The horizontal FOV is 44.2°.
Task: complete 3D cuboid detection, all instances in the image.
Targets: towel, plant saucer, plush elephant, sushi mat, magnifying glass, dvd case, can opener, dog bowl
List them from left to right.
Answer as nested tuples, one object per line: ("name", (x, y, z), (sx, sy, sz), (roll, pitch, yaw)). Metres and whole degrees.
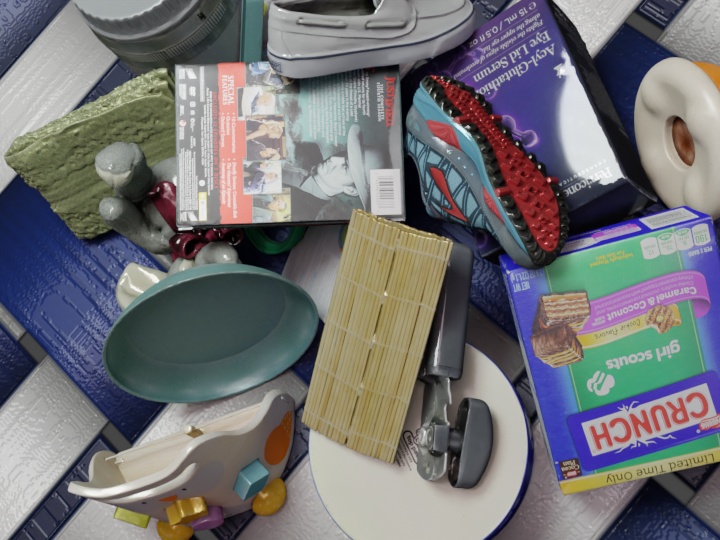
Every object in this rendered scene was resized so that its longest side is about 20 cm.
("towel", (-0.242, -0.115, 0.908), (0.198, 0.149, 0.037), (-24, 45, 9))
("plush elephant", (-0.157, -0.029, 0.847), (0.163, 0.200, 0.156), (-20, 72, -30))
("plant saucer", (-0.138, 0.053, 0.816), (0.198, 0.200, 0.036), (-25, 55, 6))
("plant saucer", (-0.108, -0.188, 0.864), (0.019, 0.202, 0.070), (-1, 43, -12))
("dvd case", (-0.061, -0.110, 0.772), (0.197, 0.022, 0.148), (-3, 83, 0))
("magnifying glass", (-0.058, -0.092, 0.859), (0.080, 0.022, 0.200), (56, 132, 17))
("sushi mat", (0.011, 0.056, 0.740), (0.095, 0.012, 0.202), (21, 107, 22))
("dog bowl", (0.055, 0.158, 0.799), (0.197, 0.079, 0.203), (-3, 76, 12))
("can opener", (0.082, 0.080, 0.754), (0.066, 0.053, 0.203), (12, 76, -17))

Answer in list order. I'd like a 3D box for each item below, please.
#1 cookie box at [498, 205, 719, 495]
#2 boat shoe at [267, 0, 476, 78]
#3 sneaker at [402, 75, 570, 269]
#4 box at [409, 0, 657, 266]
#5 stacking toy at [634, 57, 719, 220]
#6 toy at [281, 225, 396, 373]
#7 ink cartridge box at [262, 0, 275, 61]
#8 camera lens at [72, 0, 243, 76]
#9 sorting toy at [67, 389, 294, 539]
("cookie box", (0.223, 0.068, 0.746), (0.169, 0.075, 0.202), (-15, 100, 8))
("boat shoe", (0.015, -0.218, 0.760), (0.198, 0.066, 0.074), (-20, 44, -22))
("sneaker", (0.099, -0.069, 0.747), (0.201, 0.079, 0.096), (62, 139, 31))
("box", (0.157, -0.123, 0.813), (0.147, 0.104, 0.202), (-30, 69, 26))
("stacking toy", (0.361, -0.138, 0.793), (0.198, 0.146, 0.148), (-18, 72, -8))
("toy", (0.000, 0.000, 0.829), (0.200, 0.047, 0.116), (43, 113, 54))
("ink cartridge box", (-0.036, -0.212, 0.859), (0.114, 0.068, 0.203), (-13, 74, 31))
("camera lens", (-0.182, -0.265, 0.894), (0.158, 0.200, 0.162), (-4, 74, 16))
("sorting toy", (-0.164, 0.180, 0.791), (0.198, 0.180, 0.108), (-20, 72, 8))
